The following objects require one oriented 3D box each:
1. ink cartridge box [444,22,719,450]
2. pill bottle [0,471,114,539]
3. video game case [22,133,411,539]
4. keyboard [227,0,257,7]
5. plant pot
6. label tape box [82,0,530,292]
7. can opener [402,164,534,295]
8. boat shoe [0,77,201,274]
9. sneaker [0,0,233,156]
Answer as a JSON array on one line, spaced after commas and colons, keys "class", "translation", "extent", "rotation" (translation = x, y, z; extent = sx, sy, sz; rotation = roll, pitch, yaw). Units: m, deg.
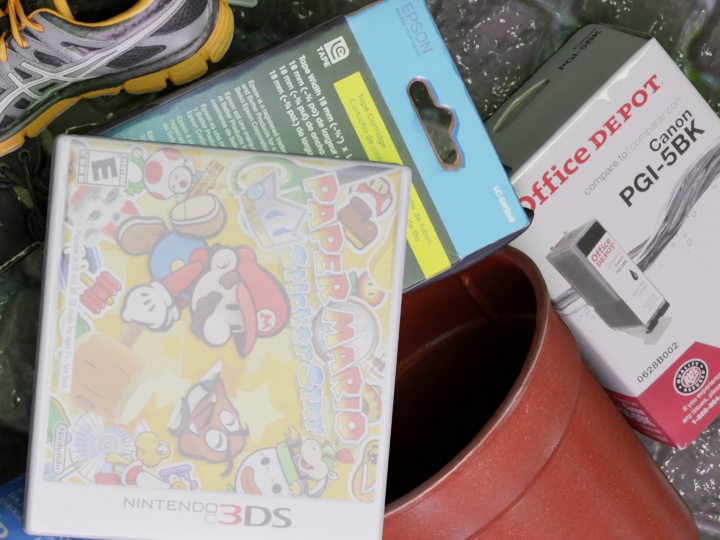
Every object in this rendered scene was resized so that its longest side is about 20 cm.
[{"class": "ink cartridge box", "translation": [0.159, -0.020, 1.656], "extent": [0.147, 0.083, 0.200], "rotation": [-45, 112, -7]}, {"class": "pill bottle", "translation": [-0.158, 0.158, 1.495], "extent": [0.200, 0.112, 0.112], "rotation": [-29, 109, -26]}, {"class": "video game case", "translation": [-0.071, 0.038, 1.452], "extent": [0.182, 0.023, 0.200], "rotation": [5, 90, -12]}, {"class": "keyboard", "translation": [-0.153, -0.171, 1.529], "extent": [0.200, 0.056, 0.011], "rotation": [7, 126, -22]}, {"class": "plant pot", "translation": [0.076, 0.122, 1.602], "extent": [0.201, 0.201, 0.195], "rotation": [-47, 119, -7]}, {"class": "label tape box", "translation": [-0.035, -0.042, 1.502], "extent": [0.200, 0.063, 0.144], "rotation": [-27, 97, -11]}, {"class": "can opener", "translation": [0.000, 0.000, 1.574], "extent": [0.200, 0.079, 0.063], "rotation": [-33, 100, 13]}, {"class": "boat shoe", "translation": [-0.166, -0.059, 1.536], "extent": [0.200, 0.065, 0.073], "rotation": [-47, 112, -7]}, {"class": "sneaker", "translation": [-0.169, -0.119, 1.490], "extent": [0.200, 0.078, 0.077], "rotation": [-22, 147, 2]}]
